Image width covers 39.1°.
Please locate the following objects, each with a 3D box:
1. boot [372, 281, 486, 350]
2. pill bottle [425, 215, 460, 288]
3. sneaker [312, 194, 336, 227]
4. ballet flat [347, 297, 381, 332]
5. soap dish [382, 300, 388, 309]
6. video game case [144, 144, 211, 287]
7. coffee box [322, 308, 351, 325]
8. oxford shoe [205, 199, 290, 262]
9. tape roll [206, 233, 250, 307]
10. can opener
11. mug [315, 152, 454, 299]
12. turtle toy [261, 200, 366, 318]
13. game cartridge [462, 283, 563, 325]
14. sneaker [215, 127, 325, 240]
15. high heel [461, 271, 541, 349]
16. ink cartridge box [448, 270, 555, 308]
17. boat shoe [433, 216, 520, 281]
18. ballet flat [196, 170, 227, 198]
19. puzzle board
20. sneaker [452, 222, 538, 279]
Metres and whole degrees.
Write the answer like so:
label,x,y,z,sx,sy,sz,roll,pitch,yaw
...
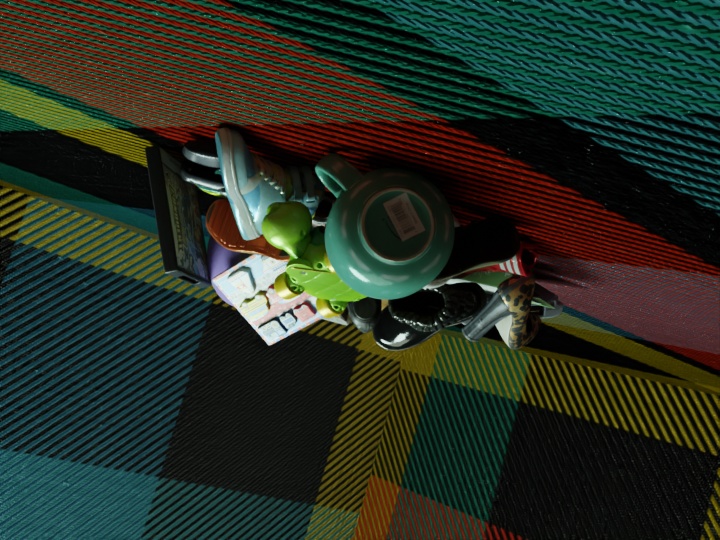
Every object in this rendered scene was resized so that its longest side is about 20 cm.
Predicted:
label,x,y,z,sx,sy,sz,roll,pitch,yaw
boot,0.077,0.068,1.545,0.210,0.080,0.158,-27,169,28
pill bottle,0.043,-0.041,1.448,0.114,0.115,0.199,20,173,-37
sneaker,-0.109,-0.105,1.566,0.199,0.077,0.082,8,156,16
ballet flat,0.000,0.000,1.572,0.066,0.201,0.057,3,153,-5
soap dish,0.041,0.000,1.700,0.081,0.158,0.200,-5,165,26
video game case,-0.289,-0.082,1.621,0.025,0.201,0.181,-12,170,6
coffee box,-0.065,-0.014,1.698,0.079,0.113,0.200,12,152,36
oxford shoe,-0.144,-0.050,1.471,0.199,0.072,0.073,24,-177,34
tape roll,-0.159,-0.027,1.719,0.085,0.201,0.200,11,172,41
can opener,-0.156,-0.128,1.421,0.199,0.064,0.079,17,174,-7
mug,0.021,-0.050,1.210,0.184,0.153,0.114,16,172,-5
turtle toy,-0.047,-0.022,1.340,0.199,0.102,0.145,27,143,-35
game cartridge,0.231,0.050,1.745,0.199,0.042,0.133,-4,-164,-22
sneaker,-0.116,-0.127,1.335,0.130,0.080,0.200,-14,149,-2
high heel,0.260,0.055,1.560,0.199,0.143,0.072,0,-129,-50
ink cartridge box,0.221,0.007,1.668,0.199,0.060,0.104,13,174,25
boat shoe,0.110,-0.021,1.323,0.199,0.076,0.074,-6,171,-19
ballet flat,-0.151,-0.125,1.506,0.199,0.067,0.067,18,-164,11
puzzle board,-0.119,0.028,1.605,0.199,0.017,0.151,-29,113,28
sneaker,0.194,-0.011,1.498,0.115,0.079,0.200,18,176,-1
